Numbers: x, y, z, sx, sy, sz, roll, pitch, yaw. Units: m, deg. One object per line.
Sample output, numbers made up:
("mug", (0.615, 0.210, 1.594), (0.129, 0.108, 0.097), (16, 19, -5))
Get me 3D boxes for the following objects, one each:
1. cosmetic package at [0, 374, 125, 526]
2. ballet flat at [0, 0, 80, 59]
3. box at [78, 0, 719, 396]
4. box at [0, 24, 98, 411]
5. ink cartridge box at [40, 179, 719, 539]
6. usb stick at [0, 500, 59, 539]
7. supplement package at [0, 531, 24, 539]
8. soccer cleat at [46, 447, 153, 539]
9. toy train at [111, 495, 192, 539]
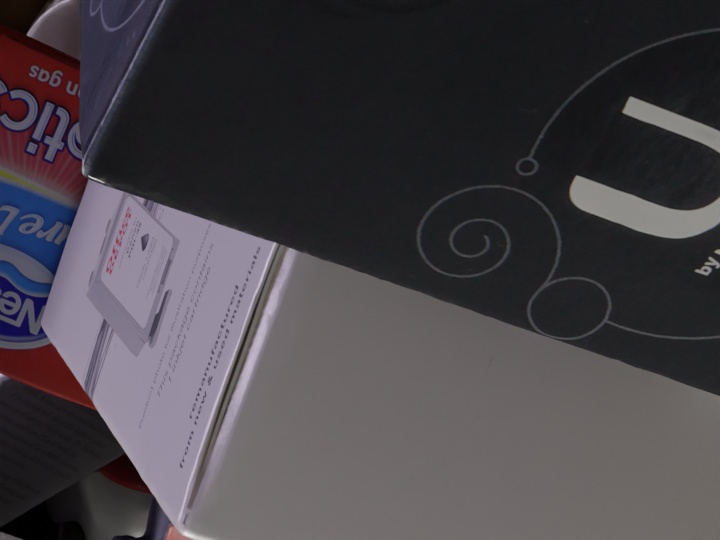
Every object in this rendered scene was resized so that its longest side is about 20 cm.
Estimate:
("cosmetic package", (-0.143, 0.041, 0.909), (0.199, 0.101, 0.072), (-30, 64, 9))
("ballet flat", (-0.112, -0.077, 0.867), (0.200, 0.069, 0.071), (-49, 21, 53))
("box", (0.051, -0.062, 0.534), (0.123, 0.199, 0.106), (-59, 23, 31))
("box", (-0.110, -0.023, 0.762), (0.096, 0.199, 0.100), (-66, 22, 2))
("ink cartridge box", (0.009, 0.022, 0.650), (0.083, 0.146, 0.200), (-69, 19, 6))
("usb stick", (-0.142, 0.097, 1.051), (0.200, 0.032, 0.056), (-73, -24, -76))
("supplement package", (-0.153, 0.186, 0.809), (0.146, 0.191, 0.201), (6, 76, 34))
("soccer cleat", (-0.105, 0.072, 1.030), (0.200, 0.068, 0.086), (-131, 57, -65))
("toy train", (-0.043, 0.165, 0.732), (0.114, 0.086, 0.201), (4, 83, 40))
